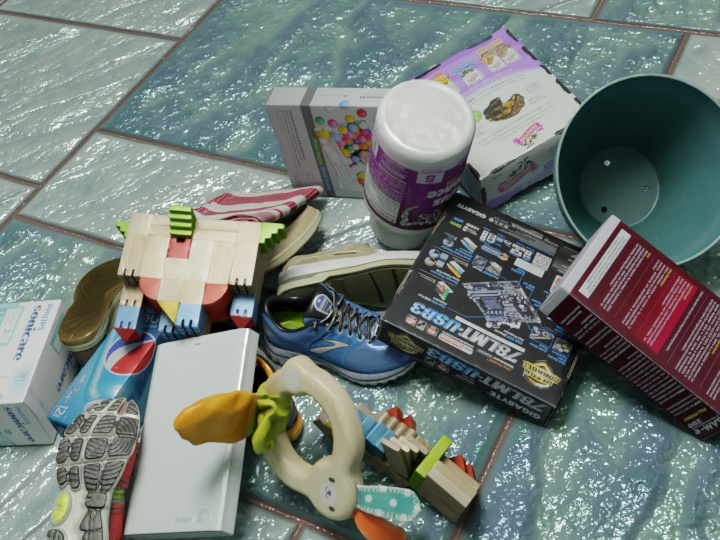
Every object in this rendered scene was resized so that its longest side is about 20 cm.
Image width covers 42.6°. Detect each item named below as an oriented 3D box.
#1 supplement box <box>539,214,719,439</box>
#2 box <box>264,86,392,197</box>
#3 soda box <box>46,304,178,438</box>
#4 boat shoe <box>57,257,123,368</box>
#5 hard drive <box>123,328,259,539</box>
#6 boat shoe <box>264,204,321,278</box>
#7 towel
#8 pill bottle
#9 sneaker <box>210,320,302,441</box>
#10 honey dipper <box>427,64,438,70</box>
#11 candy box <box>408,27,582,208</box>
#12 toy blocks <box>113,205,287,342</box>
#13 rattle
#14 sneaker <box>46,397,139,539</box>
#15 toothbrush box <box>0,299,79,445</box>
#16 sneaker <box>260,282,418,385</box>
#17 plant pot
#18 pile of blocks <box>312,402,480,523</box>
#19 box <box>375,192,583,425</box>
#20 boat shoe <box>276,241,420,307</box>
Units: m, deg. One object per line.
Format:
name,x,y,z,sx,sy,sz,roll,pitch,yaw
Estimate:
supplement box,0.287,0.054,0.894,0.199,0.061,0.109,39,63,7
box,-0.006,-0.159,1.164,0.197,0.157,0.042,4,50,18
soda box,-0.259,0.112,1.042,0.063,0.068,0.201,12,52,25
boat shoe,-0.309,0.050,1.117,0.072,0.066,0.201,-4,28,10
hard drive,-0.170,0.165,0.935,0.130,0.026,0.203,-12,59,32
boat shoe,-0.128,-0.026,1.116,0.200,0.065,0.072,-42,12,-26
towel,-0.142,-0.077,1.139,0.142,0.023,0.200,-3,15,21
pill bottle,0.061,-0.112,1.061,0.110,0.201,0.114,3,59,-5
sneaker,-0.131,0.106,1.008,0.078,0.078,0.200,-36,48,-17
honey dipper,0.177,-0.240,1.274,0.199,0.038,0.038,27,59,31
candy box,0.173,-0.196,1.184,0.166,0.072,0.201,-29,55,-6
toy blocks,-0.185,0.015,1.008,0.197,0.100,0.139,4,66,5
rattle,-0.051,0.184,0.837,0.130,0.142,0.201,-37,74,20
sneaker,-0.265,0.227,0.923,0.076,0.085,0.202,6,60,5
toothbrush box,-0.439,0.121,1.073,0.197,0.086,0.148,-3,47,11
sneaker,-0.024,0.066,1.007,0.197,0.090,0.079,4,50,19
plant pot,0.303,-0.100,1.022,0.197,0.135,0.203,0,87,2
pile of blocks,0.041,0.164,0.903,0.199,0.083,0.062,25,58,33
box,0.146,0.034,0.981,0.198,0.050,0.200,25,57,11
boat shoe,0.000,0.000,1.072,0.197,0.075,0.069,-6,44,4
